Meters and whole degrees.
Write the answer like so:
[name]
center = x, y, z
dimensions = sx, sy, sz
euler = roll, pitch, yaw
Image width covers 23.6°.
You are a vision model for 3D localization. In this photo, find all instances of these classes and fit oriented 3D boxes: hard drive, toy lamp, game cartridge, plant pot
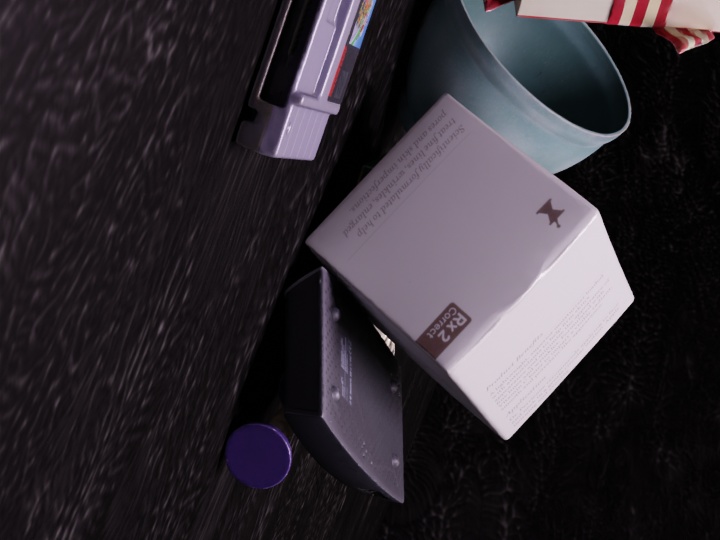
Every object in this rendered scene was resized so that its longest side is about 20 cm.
[hard drive]
center = -0.012, 0.095, 1.336
dimensions = 0.200, 0.042, 0.135
euler = 53, 32, -58
[toy lamp]
center = -0.052, 0.112, 1.359
dimensions = 0.200, 0.058, 0.058
euler = -52, 161, -72
[game cartridge]
center = -0.015, -0.162, 0.998
dimensions = 0.130, 0.038, 0.201
euler = -7, 117, -77
[plant pot]
center = 0.117, -0.154, 1.492
dimensions = 0.134, 0.200, 0.200
euler = -44, -171, 32

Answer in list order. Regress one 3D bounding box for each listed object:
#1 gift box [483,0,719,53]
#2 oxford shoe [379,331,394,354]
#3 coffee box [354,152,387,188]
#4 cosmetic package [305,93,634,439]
[gift box]
center = 0.182, -0.260, 1.164
dimensions = 0.187, 0.184, 0.201
euler = 102, -7, -52
[oxford shoe]
center = 0.007, 0.056, 1.668
dimensions = 0.200, 0.058, 0.075
euler = 80, 33, -73
[coffee box]
center = 0.000, 0.000, 1.502
dimensions = 0.123, 0.044, 0.201
euler = -42, 151, -75
[cosmetic package]
center = 0.091, 0.001, 1.355
dimensions = 0.165, 0.165, 0.200
euler = -47, 154, -4
